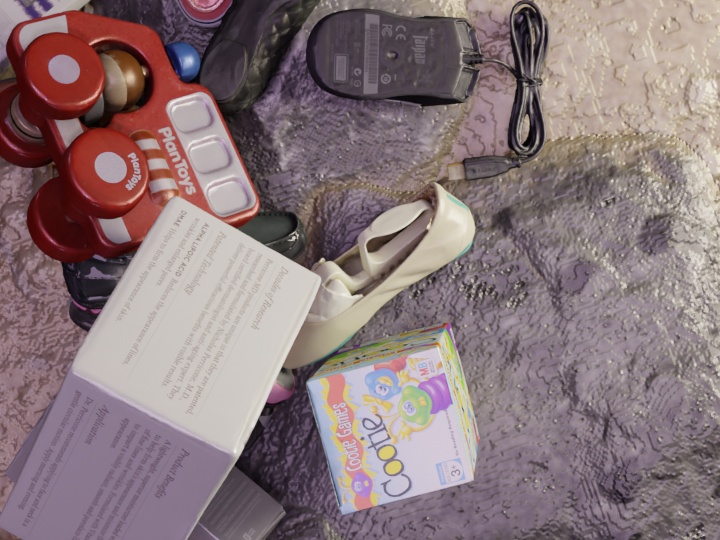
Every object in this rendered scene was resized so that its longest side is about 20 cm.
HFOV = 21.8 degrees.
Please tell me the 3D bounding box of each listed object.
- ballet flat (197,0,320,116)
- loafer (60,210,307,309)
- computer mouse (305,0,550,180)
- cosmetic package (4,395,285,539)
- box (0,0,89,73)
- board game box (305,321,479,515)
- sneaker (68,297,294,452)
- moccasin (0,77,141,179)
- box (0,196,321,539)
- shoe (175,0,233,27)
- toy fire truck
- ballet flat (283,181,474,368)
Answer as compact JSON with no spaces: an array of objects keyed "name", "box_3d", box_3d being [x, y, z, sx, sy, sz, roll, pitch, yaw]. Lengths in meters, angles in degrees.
[{"name":"ballet flat","box_3d":[-0.070,-0.215,1.516,0.066,0.057,0.201,35,89,9]},{"name":"loafer","box_3d":[-0.140,-0.021,1.495,0.199,0.068,0.071,-11,123,-11]},{"name":"computer mouse","box_3d":[0.056,-0.141,1.506,0.198,0.046,0.142,-4,89,-6]},{"name":"cosmetic package","box_3d":[-0.175,0.177,1.507,0.200,0.090,0.107,43,126,3]},{"name":"box","box_3d":[-0.318,-0.230,1.506,0.200,0.036,0.145,-41,87,-15]},{"name":"board game box","box_3d":[0.030,0.110,1.442,0.102,0.200,0.106,-15,93,6]},{"name":"sneaker","box_3d":[-0.157,0.084,1.529,0.199,0.079,0.096,27,110,6]},{"name":"moccasin","box_3d":[-0.221,-0.101,1.516,0.200,0.074,0.078,19,66,-4]},{"name":"box","box_3d":[-0.146,0.095,1.363,0.130,0.201,0.199,29,133,-4]},{"name":"shoe","box_3d":[-0.121,-0.297,1.488,0.071,0.091,0.202,7,94,5]},{"name":"toy fire truck","box_3d":[-0.183,-0.108,1.440,0.167,0.112,0.201,-18,77,-33]},{"name":"ballet flat","box_3d":[0.000,0.000,1.503,0.199,0.069,0.070,-37,89,1]}]
